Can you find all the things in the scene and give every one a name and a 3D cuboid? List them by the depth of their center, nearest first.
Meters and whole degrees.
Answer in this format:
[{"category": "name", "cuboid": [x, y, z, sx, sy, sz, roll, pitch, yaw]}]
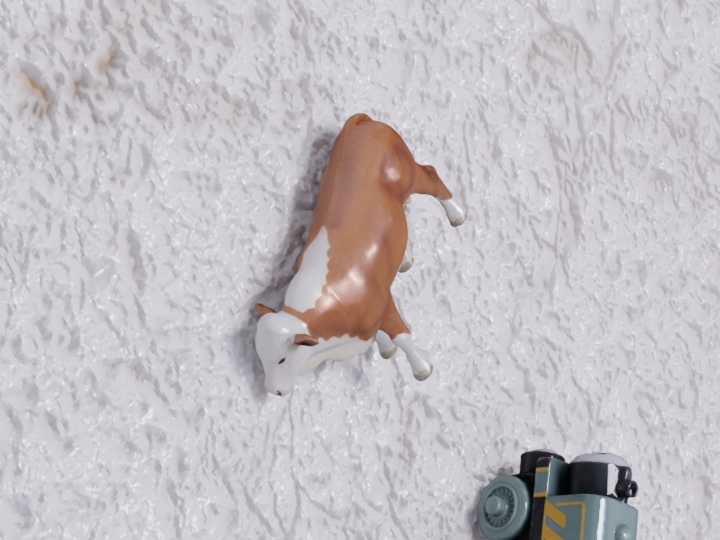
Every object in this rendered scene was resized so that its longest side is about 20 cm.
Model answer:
[{"category": "bull figurine", "cuboid": [0.000, 0.000, 1.378, 0.121, 0.065, 0.201, 40, 57, -40]}, {"category": "toy train", "cuboid": [0.133, 0.215, 1.444, 0.085, 0.113, 0.202, 26, 64, -42]}]
